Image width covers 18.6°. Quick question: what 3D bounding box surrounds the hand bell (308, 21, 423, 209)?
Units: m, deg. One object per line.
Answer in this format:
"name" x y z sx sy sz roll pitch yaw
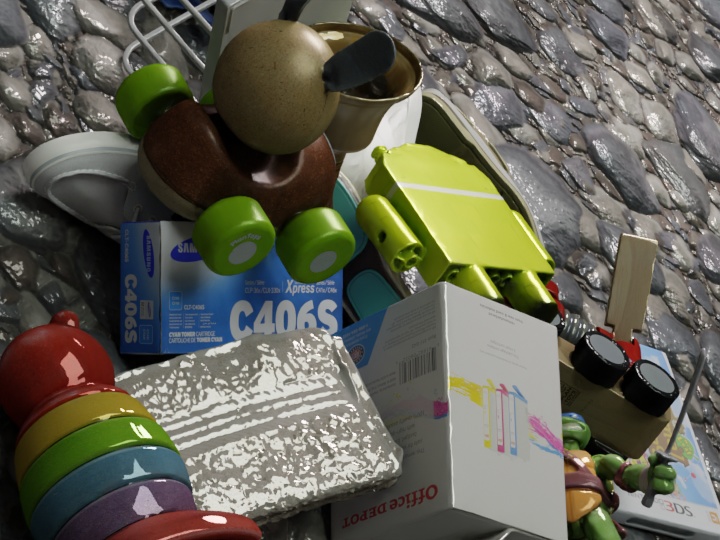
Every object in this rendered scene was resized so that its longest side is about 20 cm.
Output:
"hand bell" -0.024 -0.078 1.687 0.103 0.201 0.104 10 36 -7

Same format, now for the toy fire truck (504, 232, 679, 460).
"toy fire truck" 0.187 0.046 1.872 0.175 0.129 0.200 29 26 -10

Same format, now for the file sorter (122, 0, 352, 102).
"file sorter" -0.097 -0.208 1.680 0.138 0.200 0.125 -32 69 -27

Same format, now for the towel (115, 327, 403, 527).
"towel" -0.075 0.113 1.514 0.199 0.035 0.133 -15 63 -32

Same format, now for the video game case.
"video game case" 0.237 0.140 1.941 0.181 0.022 0.201 18 44 -41

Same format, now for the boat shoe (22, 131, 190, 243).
"boat shoe" -0.160 -0.044 1.606 0.200 0.072 0.069 23 39 -51

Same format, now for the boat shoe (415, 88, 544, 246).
"boat shoe" 0.107 -0.074 1.946 0.201 0.074 0.068 60 23 -2

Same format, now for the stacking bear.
"stacking bear" -0.169 0.120 1.393 0.113 0.121 0.201 16 36 -52

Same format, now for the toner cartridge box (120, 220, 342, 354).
"toner cartridge box" -0.091 0.013 1.608 0.199 0.043 0.096 0 89 -51

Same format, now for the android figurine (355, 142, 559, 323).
"android figurine" 0.076 -0.032 1.758 0.181 0.041 0.200 4 40 -43

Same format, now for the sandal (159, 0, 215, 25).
"sandal" -0.103 -0.223 1.842 0.199 0.080 0.087 32 37 -8

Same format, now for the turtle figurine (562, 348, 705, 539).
"turtle figurine" 0.166 0.171 1.696 0.143 0.200 0.195 14 54 -22

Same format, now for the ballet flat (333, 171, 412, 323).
"ballet flat" 0.000 0.000 1.765 0.069 0.069 0.201 -8 65 -53

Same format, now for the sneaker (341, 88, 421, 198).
"sneaker" -0.012 -0.137 1.867 0.115 0.074 0.201 34 37 -30

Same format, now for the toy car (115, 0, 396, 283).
"toy car" -0.050 -0.119 1.535 0.157 0.200 0.165 6 43 -47

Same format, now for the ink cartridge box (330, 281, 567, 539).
"ink cartridge box" 0.063 0.135 1.609 0.125 0.128 0.201 21 58 -38
